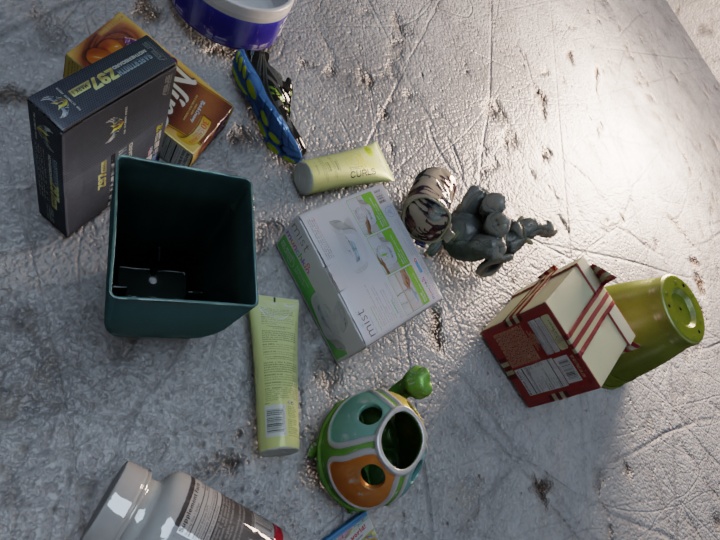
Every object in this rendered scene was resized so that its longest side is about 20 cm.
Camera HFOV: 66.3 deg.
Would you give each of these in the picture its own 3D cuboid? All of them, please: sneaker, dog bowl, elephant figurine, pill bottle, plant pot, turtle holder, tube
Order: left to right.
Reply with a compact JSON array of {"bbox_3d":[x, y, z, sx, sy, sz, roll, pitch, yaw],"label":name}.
[{"bbox_3d":[-0.212,0.001,0.612,0.137,0.199,0.146,5,65,-29],"label":"plant pot"},{"bbox_3d":[-0.175,0.281,0.564,0.197,0.110,0.113,35,54,-14],"label":"pill bottle"},{"bbox_3d":[-0.206,-0.458,0.887,0.194,0.079,0.206,16,53,-22],"label":"dog bowl"},{"bbox_3d":[-0.132,-0.265,0.869,0.081,0.071,0.204,-21,78,-31],"label":"sneaker"},{"bbox_3d":[-0.108,0.129,0.713,0.058,0.050,0.207,49,31,-61],"label":"tube"},{"bbox_3d":[-0.022,-0.170,0.914,0.196,0.051,0.060,-20,122,-42],"label":"tube"},{"bbox_3d":[0.034,0.221,0.716,0.181,0.131,0.145,-14,75,-36],"label":"turtle holder"},{"bbox_3d":[0.241,-0.056,0.991,0.198,0.152,0.146,19,93,-54],"label":"elephant figurine"},{"bbox_3d":[0.536,0.105,1.061,0.195,0.192,0.207,13,62,-26],"label":"plant pot"}]

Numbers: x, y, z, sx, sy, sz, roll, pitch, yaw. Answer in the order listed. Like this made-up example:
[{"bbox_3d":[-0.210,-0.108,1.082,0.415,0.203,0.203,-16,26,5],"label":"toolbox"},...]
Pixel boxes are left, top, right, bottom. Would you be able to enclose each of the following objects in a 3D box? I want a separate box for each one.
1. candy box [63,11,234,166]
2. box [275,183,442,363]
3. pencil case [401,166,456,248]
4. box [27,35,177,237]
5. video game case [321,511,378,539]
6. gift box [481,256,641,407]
[{"bbox_3d":[-0.289,-0.246,0.767,0.198,0.056,0.119,38,52,-14],"label":"candy box"},{"bbox_3d":[0.000,0.000,0.817,0.174,0.096,0.204,-26,84,-38],"label":"box"},{"bbox_3d":[0.119,-0.111,0.913,0.090,0.077,0.201,47,26,-10],"label":"pencil case"},{"bbox_3d":[-0.291,-0.147,0.627,0.051,0.200,0.159,39,52,-1],"label":"box"},{"bbox_3d":[-0.006,0.428,0.668,0.140,0.018,0.205,-18,80,-37],"label":"video game case"},{"bbox_3d":[0.355,0.104,0.945,0.185,0.198,0.188,-34,93,-40],"label":"gift box"}]
